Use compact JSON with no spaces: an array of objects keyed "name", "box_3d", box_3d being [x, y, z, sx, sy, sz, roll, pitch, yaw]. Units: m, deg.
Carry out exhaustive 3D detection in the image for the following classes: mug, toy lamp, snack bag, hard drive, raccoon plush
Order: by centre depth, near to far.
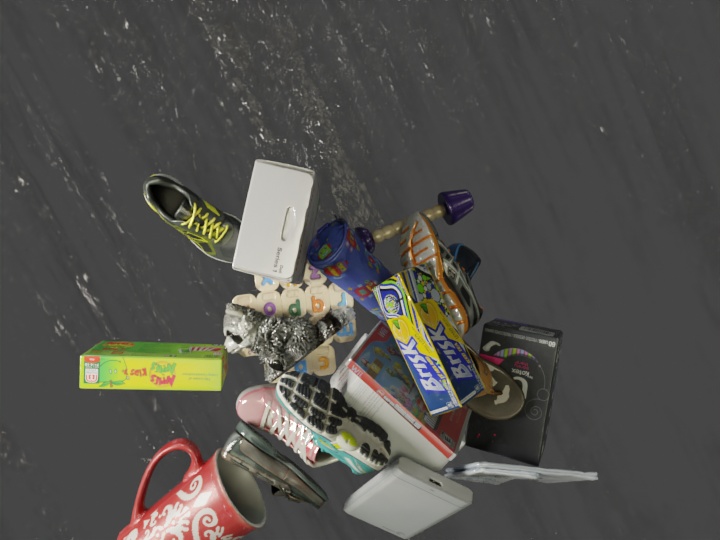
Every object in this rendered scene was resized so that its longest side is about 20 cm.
[{"name":"mug","box_3d":[-0.273,0.375,0.890,0.198,0.134,0.179,-36,67,1]},{"name":"raccoon plush","box_3d":[-0.122,0.079,0.899,0.199,0.097,0.135,-33,83,-34]},{"name":"hard drive","box_3d":[0.070,0.369,0.911,0.130,0.027,0.201,27,135,-9]},{"name":"snack bag","box_3d":[0.252,0.334,0.927,0.195,0.189,0.022,7,67,-6]},{"name":"toy lamp","box_3d":[0.091,-0.080,0.928,0.196,0.058,0.059,-24,98,-4]}]

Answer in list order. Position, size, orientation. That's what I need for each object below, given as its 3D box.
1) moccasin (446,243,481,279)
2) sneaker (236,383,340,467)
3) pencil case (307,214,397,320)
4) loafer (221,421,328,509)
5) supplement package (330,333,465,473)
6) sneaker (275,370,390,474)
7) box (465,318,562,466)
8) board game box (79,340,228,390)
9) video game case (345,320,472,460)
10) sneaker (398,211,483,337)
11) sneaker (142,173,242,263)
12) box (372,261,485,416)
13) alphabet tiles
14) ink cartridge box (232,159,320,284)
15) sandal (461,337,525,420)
[{"name":"moccasin","box_3d":[0.147,0.059,0.937,0.067,0.080,0.204,22,93,-18]},{"name":"sneaker","box_3d":[-0.103,0.245,0.899,0.196,0.105,0.077,18,104,-10]},{"name":"pencil case","box_3d":[0.000,0.000,0.871,0.077,0.088,0.200,-32,134,18]},{"name":"loafer","box_3d":[-0.137,0.324,0.910,0.200,0.072,0.063,46,73,-16]},{"name":"supplement package","box_3d":[0.053,0.219,0.900,0.198,0.117,0.118,33,115,-10]},{"name":"sneaker","box_3d":[-0.048,0.226,0.812,0.200,0.078,0.079,43,127,-10]},{"name":"box","box_3d":[0.252,0.191,0.929,0.120,0.106,0.205,9,95,23]},{"name":"board game box","box_3d":[-0.304,0.143,0.862,0.195,0.102,0.049,3,94,-9]},{"name":"video game case","box_3d":[0.079,0.172,0.854,0.199,0.143,0.018,41,117,5]},{"name":"sneaker","box_3d":[0.123,0.004,0.876,0.076,0.078,0.204,-15,80,-40]},{"name":"sneaker","box_3d":[-0.247,-0.072,0.861,0.198,0.085,0.075,32,90,-10]},{"name":"box","box_3d":[0.098,0.098,0.820,0.069,0.064,0.203,-19,81,-44]},{"name":"alphabet tiles","box_3d":[-0.106,0.078,0.931,0.195,0.015,0.201,-7,94,-8]},{"name":"ink cartridge box","box_3d":[-0.113,-0.060,0.815,0.082,0.200,0.148,12,88,-2]},{"name":"sandal","box_3d":[0.164,0.150,0.865,0.082,0.055,0.200,-43,84,4]}]
